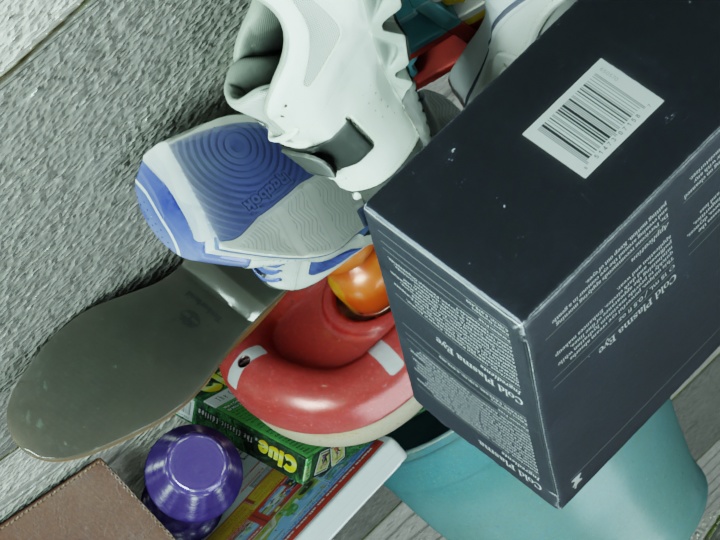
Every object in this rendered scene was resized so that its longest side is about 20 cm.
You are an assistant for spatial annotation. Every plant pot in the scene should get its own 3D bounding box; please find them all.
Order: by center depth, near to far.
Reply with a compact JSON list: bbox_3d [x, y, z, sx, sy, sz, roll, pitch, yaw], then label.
[{"bbox_3d":[0.121,0.112,1.923,0.200,0.188,0.200,-36,-158,17],"label":"plant pot"}]

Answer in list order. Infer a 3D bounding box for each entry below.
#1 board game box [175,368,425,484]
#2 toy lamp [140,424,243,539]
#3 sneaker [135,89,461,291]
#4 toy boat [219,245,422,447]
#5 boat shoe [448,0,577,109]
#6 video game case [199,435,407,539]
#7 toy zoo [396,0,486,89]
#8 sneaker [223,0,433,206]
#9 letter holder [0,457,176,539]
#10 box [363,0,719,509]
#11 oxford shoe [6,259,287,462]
[{"bbox_3d":[-0.012,0.062,1.774,0.200,0.105,0.023,-27,137,-46],"label":"board game box"},{"bbox_3d":[-0.099,0.125,1.728,0.058,0.058,0.200,-42,174,-11],"label":"toy lamp"},{"bbox_3d":[-0.038,-0.026,1.498,0.199,0.081,0.115,-13,163,-44],"label":"sneaker"},{"bbox_3d":[0.000,0.000,1.671,0.200,0.131,0.131,-45,134,-4],"label":"toy boat"},{"bbox_3d":[0.093,-0.106,1.469,0.072,0.066,0.200,-22,166,-22],"label":"boat shoe"},{"bbox_3d":[-0.059,0.147,1.816,0.143,0.017,0.200,-46,-163,-12],"label":"video game case"},{"bbox_3d":[0.041,-0.127,1.480,0.200,0.020,0.131,-30,167,11],"label":"toy zoo"},{"bbox_3d":[-0.019,-0.080,1.389,0.088,0.074,0.200,-23,125,-11],"label":"sneaker"},{"bbox_3d":[-0.184,0.228,1.680,0.200,0.142,0.101,-34,161,-35],"label":"letter holder"},{"bbox_3d":[0.114,-0.020,1.416,0.200,0.104,0.182,-44,151,-17],"label":"box"},{"bbox_3d":[-0.105,0.043,1.561,0.200,0.071,0.071,-37,169,-28],"label":"oxford shoe"}]
